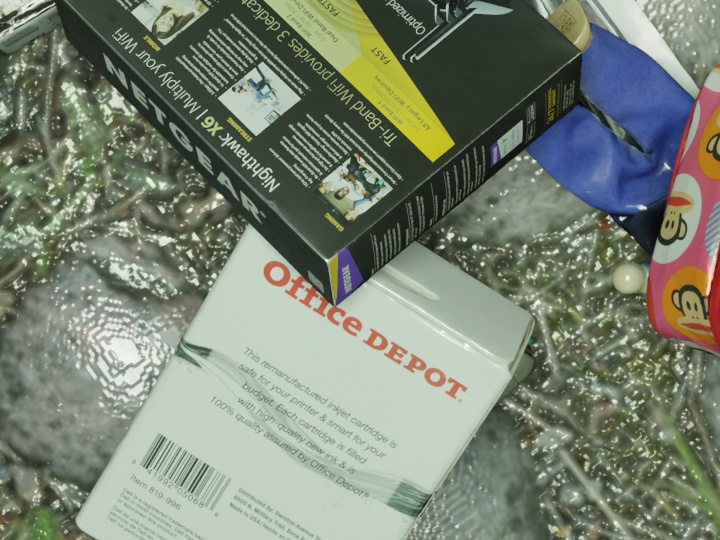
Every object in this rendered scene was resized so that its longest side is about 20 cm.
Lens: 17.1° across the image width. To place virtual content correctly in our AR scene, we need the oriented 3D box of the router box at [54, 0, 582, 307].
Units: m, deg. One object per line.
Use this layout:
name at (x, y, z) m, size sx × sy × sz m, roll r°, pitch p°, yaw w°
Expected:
router box at (-0.021, -0.105, 1.116) m, size 0.157 × 0.052 × 0.200 m, roll -39°, pitch 69°, yaw -14°

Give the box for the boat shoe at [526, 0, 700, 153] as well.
boat shoe at (0.090, -0.139, 1.221) m, size 0.068 × 0.072 × 0.200 m, roll -40°, pitch 97°, yaw -1°

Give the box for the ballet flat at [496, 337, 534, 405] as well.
ballet flat at (0.000, 0.000, 1.222) m, size 0.200 × 0.067 × 0.064 m, roll 41°, pitch 96°, yaw 0°

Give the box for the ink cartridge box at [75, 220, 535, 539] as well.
ink cartridge box at (-0.026, 0.073, 1.181) m, size 0.147 × 0.083 × 0.200 m, roll 33°, pitch 113°, yaw 0°

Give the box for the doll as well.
doll at (0.161, -0.052, 1.193) m, size 0.200 × 0.048 × 0.136 m, roll 37°, pitch 93°, yaw -26°

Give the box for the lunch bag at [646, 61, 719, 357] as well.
lunch bag at (0.243, -0.026, 1.176) m, size 0.200 × 0.082 × 0.176 m, roll 17°, pitch 88°, yaw -33°

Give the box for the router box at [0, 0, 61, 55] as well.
router box at (-0.137, -0.225, 1.228) m, size 0.200 × 0.051 × 0.149 m, roll -30°, pitch 88°, yaw 0°
